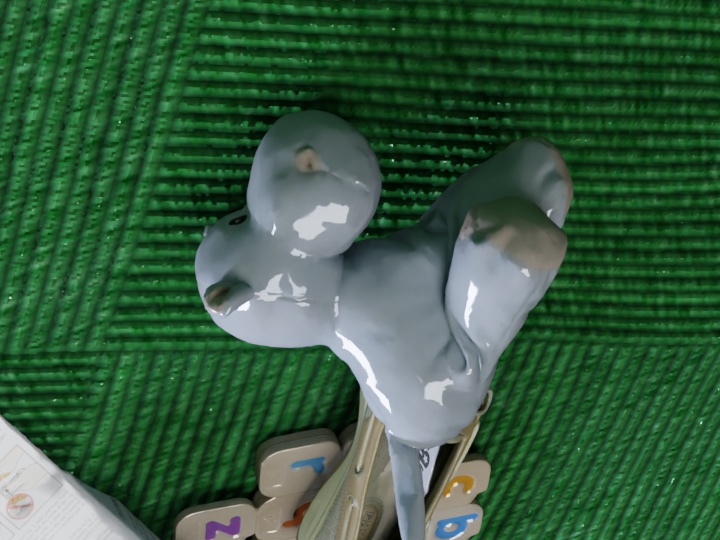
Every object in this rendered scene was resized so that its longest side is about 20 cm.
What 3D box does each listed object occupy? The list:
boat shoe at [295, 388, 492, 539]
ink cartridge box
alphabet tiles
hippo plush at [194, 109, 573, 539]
[{"bbox_3d":[0.027,0.102,1.301,0.073,0.063,0.201,18,111,-30],"label":"boat shoe"},{"bbox_3d":[-0.199,0.179,1.285,0.163,0.057,0.200,-46,115,-3],"label":"ink cartridge box"},{"bbox_3d":[-0.020,0.163,1.395,0.194,0.015,0.201,-9,135,-16],"label":"alphabet tiles"},{"bbox_3d":[0.000,0.000,1.178,0.160,0.159,0.201,24,108,-5],"label":"hippo plush"}]
